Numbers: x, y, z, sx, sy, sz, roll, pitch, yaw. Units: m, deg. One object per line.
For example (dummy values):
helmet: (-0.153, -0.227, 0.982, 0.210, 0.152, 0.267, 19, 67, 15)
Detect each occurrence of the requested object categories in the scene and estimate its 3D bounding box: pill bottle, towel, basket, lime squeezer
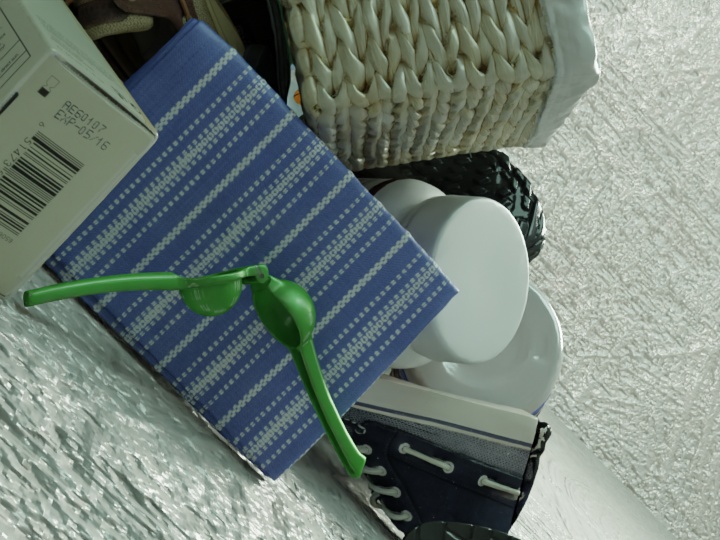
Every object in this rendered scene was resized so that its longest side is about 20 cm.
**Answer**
pill bottle: (0.076, 0.085, 0.995, 0.114, 0.113, 0.201, 47, -18, 15)
towel: (-0.066, -0.010, 0.702, 0.200, 0.145, 0.024, 46, -3, -7)
pill bottle: (0.000, 0.000, 0.855, 0.198, 0.115, 0.114, 5, -27, 44)
basket: (0.030, -0.170, 0.787, 0.200, 0.158, 0.201, 97, -18, -83)
lime squeezer: (-0.066, 0.027, 0.664, 0.199, 0.071, 0.038, 31, -2, -30)

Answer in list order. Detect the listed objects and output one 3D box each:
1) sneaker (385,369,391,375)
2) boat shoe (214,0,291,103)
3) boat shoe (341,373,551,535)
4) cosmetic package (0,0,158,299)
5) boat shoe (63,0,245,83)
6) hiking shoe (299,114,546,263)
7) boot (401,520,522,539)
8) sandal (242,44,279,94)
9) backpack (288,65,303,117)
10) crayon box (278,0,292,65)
sneaker: (0.020, 0.091, 1.166, 0.084, 0.073, 0.201, 4, 37, -32)
boat shoe: (-0.076, -0.169, 0.772, 0.071, 0.071, 0.202, -116, -178, -53)
boat shoe: (0.016, 0.114, 0.842, 0.197, 0.094, 0.075, 15, -1, -6)
cosmetic package: (-0.182, -0.094, 0.624, 0.073, 0.103, 0.200, 39, 10, -47)
boat shoe: (-0.121, -0.144, 0.706, 0.201, 0.071, 0.072, 63, 30, -33)
hiking shoe: (0.040, -0.042, 0.936, 0.198, 0.076, 0.102, 28, -40, 27)
boot: (0.089, 0.197, 0.804, 0.198, 0.071, 0.131, 25, -12, -17)
sandal: (-0.046, -0.022, 0.756, 0.047, 0.204, 0.075, 3, 10, 11)
backpack: (-0.048, -0.077, 1.088, 0.200, 0.153, 0.192, 48, -20, 34)
crayon box: (-0.129, -0.147, 1.008, 0.058, 0.174, 0.200, 31, 9, -30)
